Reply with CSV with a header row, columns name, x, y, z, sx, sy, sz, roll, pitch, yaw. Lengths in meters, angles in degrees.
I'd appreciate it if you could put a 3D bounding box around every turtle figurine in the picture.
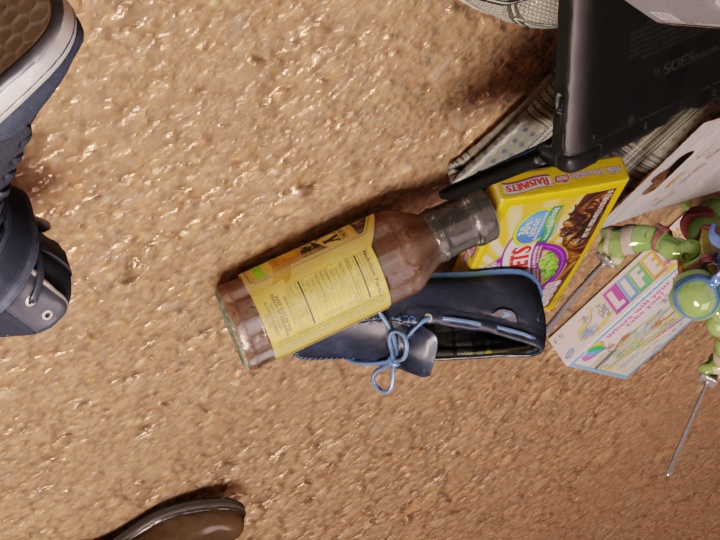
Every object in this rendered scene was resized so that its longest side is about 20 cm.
name,x,y,z,sx,sy,sz,roll,pitch,yaw
turtle figurine,0.256,0.017,1.100,0.194,0.143,0.202,-36,149,-53

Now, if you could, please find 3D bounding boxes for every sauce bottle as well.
name,x,y,z,sx,sy,sz,roll,pitch,yaw
sauce bottle,0.000,0.000,0.917,0.198,0.065,0.065,-24,150,-11

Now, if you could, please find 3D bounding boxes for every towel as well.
name,x,y,z,sx,sy,sz,roll,pitch,yaw
towel,0.176,-0.111,0.974,0.200,0.035,0.192,-43,147,21

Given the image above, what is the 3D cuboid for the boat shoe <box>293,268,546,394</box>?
name,x,y,z,sx,sy,sz,roll,pitch,yaw
boat shoe,0.045,0.043,0.990,0.197,0.069,0.084,-10,153,-5

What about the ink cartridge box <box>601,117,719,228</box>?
name,x,y,z,sx,sy,sz,roll,pitch,yaw
ink cartridge box,0.280,-0.109,1.022,0.198,0.058,0.163,-12,159,-28

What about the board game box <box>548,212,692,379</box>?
name,x,y,z,sx,sy,sz,roll,pitch,yaw
board game box,0.286,0.021,1.269,0.200,0.034,0.134,-45,149,20

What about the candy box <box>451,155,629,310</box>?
name,x,y,z,sx,sy,sz,roll,pitch,yaw
candy box,0.125,-0.017,1.020,0.101,0.027,0.201,-8,153,-13

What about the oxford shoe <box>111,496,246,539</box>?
name,x,y,z,sx,sy,sz,roll,pitch,yaw
oxford shoe,-0.177,0.253,1.111,0.198,0.085,0.073,-24,148,-19

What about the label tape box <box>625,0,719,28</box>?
name,x,y,z,sx,sy,sz,roll,pitch,yaw
label tape box,0.135,-0.217,0.635,0.199,0.063,0.146,18,91,-44

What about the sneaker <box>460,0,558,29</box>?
name,x,y,z,sx,sy,sz,roll,pitch,yaw
sneaker,0.072,-0.169,0.720,0.078,0.086,0.199,-44,150,19

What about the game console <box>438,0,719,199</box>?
name,x,y,z,sx,sy,sz,roll,pitch,yaw
game console,0.149,-0.134,0.811,0.199,0.116,0.178,-26,128,-35

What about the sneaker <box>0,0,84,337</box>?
name,x,y,z,sx,sy,sz,roll,pitch,yaw
sneaker,-0.174,-0.044,0.655,0.201,0.078,0.146,-34,141,22
